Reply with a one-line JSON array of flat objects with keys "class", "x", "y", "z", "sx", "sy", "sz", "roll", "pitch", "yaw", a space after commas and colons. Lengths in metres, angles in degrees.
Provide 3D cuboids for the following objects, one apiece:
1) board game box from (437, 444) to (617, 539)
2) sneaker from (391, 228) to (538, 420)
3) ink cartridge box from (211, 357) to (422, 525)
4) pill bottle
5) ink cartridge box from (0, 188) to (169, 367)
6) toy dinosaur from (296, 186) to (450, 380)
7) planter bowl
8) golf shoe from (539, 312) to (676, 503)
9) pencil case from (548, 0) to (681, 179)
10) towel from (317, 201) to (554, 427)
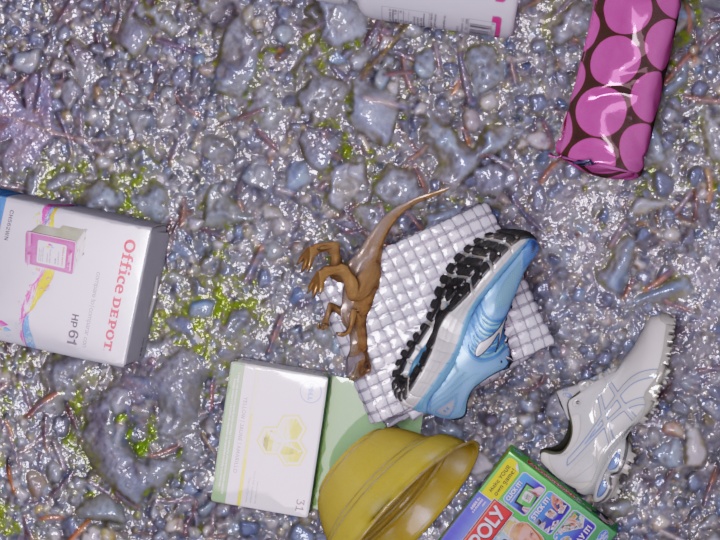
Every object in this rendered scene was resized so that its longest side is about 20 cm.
[{"class": "board game box", "x": 0.145, "y": 0.294, "z": 1.519, "sx": 0.134, "sy": 0.029, "sz": 0.201, "roll": 36, "pitch": 103, "yaw": 2}, {"class": "sneaker", "x": 0.112, "y": 0.052, "z": 1.433, "sx": 0.090, "sy": 0.078, "sz": 0.201, "roll": 31, "pitch": 93, "yaw": -22}, {"class": "ink cartridge box", "x": -0.042, "y": 0.177, "z": 1.534, "sx": 0.198, "sy": 0.048, "sz": 0.147, "roll": 9, "pitch": 93, "yaw": 6}, {"class": "pill bottle", "x": 0.059, "y": -0.296, "z": 1.471, "sx": 0.198, "sy": 0.113, "sz": 0.114, "roll": 9, "pitch": 93, "yaw": 3}, {"class": "ink cartridge box", "x": -0.307, "y": 0.005, "z": 1.528, "sx": 0.198, "sy": 0.085, "sz": 0.146, "roll": 12, "pitch": 93, "yaw": 3}, {"class": "toy dinosaur", "x": 0.000, "y": 0.000, "z": 1.431, "sx": 0.106, "sy": 0.060, "sz": 0.202, "roll": 15, "pitch": 95, "yaw": -30}, {"class": "planter bowl", "x": 0.018, "y": 0.214, "z": 1.467, "sx": 0.083, "sy": 0.200, "sz": 0.201, "roll": 42, "pitch": 95, "yaw": 20}, {"class": "golf shoe", "x": 0.246, "y": 0.125, "z": 1.498, "sx": 0.097, "sy": 0.078, "sz": 0.201, "roll": 24, "pitch": 93, "yaw": 9}, {"class": "pencil case", "x": 0.251, "y": -0.192, "z": 1.477, "sx": 0.093, "sy": 0.091, "sz": 0.202, "roll": 15, "pitch": 91, "yaw": 17}, {"class": "towel", "x": 0.069, "y": 0.045, "z": 1.497, "sx": 0.199, "sy": 0.086, "sz": 0.167, "roll": -26, "pitch": 92, "yaw": -2}]
